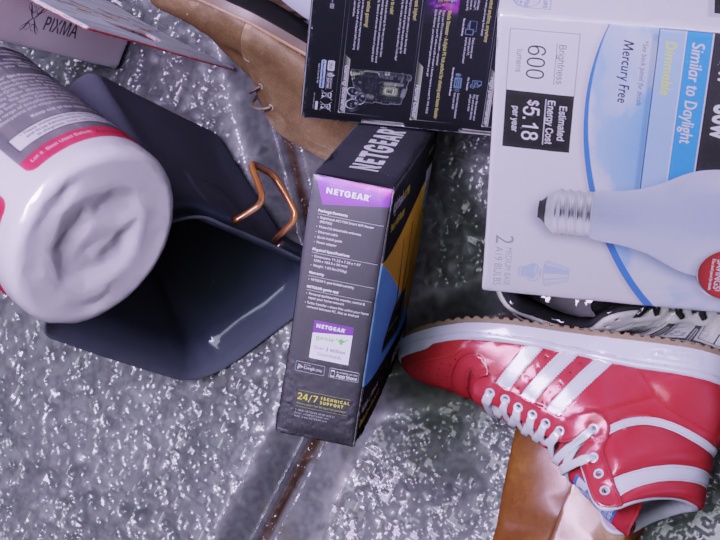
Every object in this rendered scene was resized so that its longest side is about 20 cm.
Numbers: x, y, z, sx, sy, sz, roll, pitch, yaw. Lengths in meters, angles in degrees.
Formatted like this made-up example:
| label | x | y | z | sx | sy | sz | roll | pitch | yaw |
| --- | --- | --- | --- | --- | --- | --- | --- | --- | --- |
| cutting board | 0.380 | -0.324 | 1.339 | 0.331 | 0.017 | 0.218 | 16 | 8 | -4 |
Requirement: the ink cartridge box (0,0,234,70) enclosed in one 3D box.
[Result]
| label | x | y | z | sx | sy | sz | roll | pitch | yaw |
| --- | --- | --- | --- | --- | --- | --- | --- | --- | --- |
| ink cartridge box | -0.197 | -0.158 | 1.385 | 0.173 | 0.200 | 0.044 | 30 | 99 | 22 |

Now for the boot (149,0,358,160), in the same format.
| label | x | y | z | sx | sy | sz | roll | pitch | yaw |
| --- | --- | --- | --- | --- | --- | --- | --- | --- | --- |
| boot | -0.057 | -0.128 | 1.386 | 0.199 | 0.074 | 0.076 | 29 | 109 | 7 |

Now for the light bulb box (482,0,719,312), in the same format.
| label | x | y | z | sx | sy | sz | roll | pitch | yaw |
| --- | --- | --- | --- | --- | --- | --- | --- | --- | --- |
| light bulb box | 0.173 | -0.089 | 1.196 | 0.199 | 0.125 | 0.199 | 5 | 133 | 6 |

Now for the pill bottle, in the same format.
| label | x | y | z | sx | sy | sz | roll | pitch | yaw |
| --- | --- | --- | --- | --- | --- | --- | --- | --- | --- |
| pill bottle | -0.204 | -0.063 | 1.242 | 0.200 | 0.110 | 0.111 | 37 | 101 | 38 |

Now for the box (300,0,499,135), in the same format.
| label | x | y | z | sx | sy | sz | roll | pitch | yaw |
| --- | --- | --- | --- | --- | --- | --- | --- | --- | --- |
| box | 0.052 | -0.177 | 1.277 | 0.159 | 0.044 | 0.201 | 5 | 124 | -2 |

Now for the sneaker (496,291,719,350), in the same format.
| label | x | y | z | sx | sy | sz | roll | pitch | yaw |
| --- | --- | --- | --- | --- | --- | --- | --- | --- | --- |
| sneaker | 0.174 | 0.016 | 1.284 | 0.199 | 0.088 | 0.076 | -2 | 86 | 21 |

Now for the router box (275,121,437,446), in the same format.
| label | x | y | z | sx | sy | sz | roll | pitch | yaw |
| --- | --- | --- | --- | --- | --- | --- | --- | --- | --- |
| router box | 0.000 | 0.000 | 1.279 | 0.051 | 0.200 | 0.150 | 10 | 105 | 6 |

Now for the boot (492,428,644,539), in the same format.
| label | x | y | z | sx | sy | sz | roll | pitch | yaw |
| --- | --- | --- | --- | --- | --- | --- | --- | --- | --- |
| boot | 0.152 | 0.198 | 1.310 | 0.188 | 0.068 | 0.201 | 19 | 86 | 28 |

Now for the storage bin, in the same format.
| label | x | y | z | sx | sy | sz | roll | pitch | yaw |
| --- | --- | --- | --- | --- | --- | --- | --- | --- | --- |
| storage bin | -0.124 | -0.038 | 1.360 | 0.145 | 0.200 | 0.135 | -37 | 65 | 16 |

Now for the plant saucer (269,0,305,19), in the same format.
| label | x | y | z | sx | sy | sz | roll | pitch | yaw |
| --- | --- | --- | --- | --- | --- | --- | --- | --- | --- |
| plant saucer | -0.050 | -0.263 | 1.426 | 0.199 | 0.029 | 0.201 | -1 | 87 | 21 |

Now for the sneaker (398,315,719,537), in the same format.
| label | x | y | z | sx | sy | sz | roll | pitch | yaw |
| --- | --- | --- | --- | --- | --- | --- | --- | --- | --- |
| sneaker | 0.112 | 0.093 | 1.278 | 0.199 | 0.071 | 0.113 | 5 | 73 | 16 |

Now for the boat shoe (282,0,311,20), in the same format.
| label | x | y | z | sx | sy | sz | roll | pitch | yaw |
| --- | --- | --- | --- | --- | --- | --- | --- | --- | --- |
| boat shoe | -0.052 | -0.224 | 1.376 | 0.068 | 0.072 | 0.200 | -44 | 67 | -12 |
